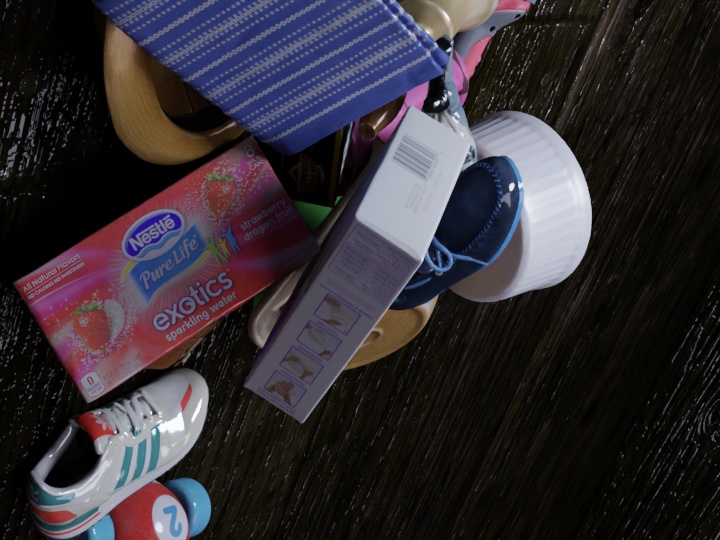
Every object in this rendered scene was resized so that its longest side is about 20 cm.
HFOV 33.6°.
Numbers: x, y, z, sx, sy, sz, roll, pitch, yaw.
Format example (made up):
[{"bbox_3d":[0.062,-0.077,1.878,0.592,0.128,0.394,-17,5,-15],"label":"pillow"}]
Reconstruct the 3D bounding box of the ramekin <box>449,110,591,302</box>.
[{"bbox_3d":[0.143,-0.064,1.295,0.097,0.200,0.203,-21,139,-39],"label":"ramekin"}]

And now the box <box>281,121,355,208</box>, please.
[{"bbox_3d":[-0.018,-0.175,0.917,0.161,0.049,0.202,101,1,-50],"label":"box"}]

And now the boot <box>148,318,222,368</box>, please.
[{"bbox_3d":[-0.117,0.016,1.046,0.156,0.076,0.200,-54,168,15],"label":"boot"}]

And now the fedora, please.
[{"bbox_3d":[-0.123,-0.173,0.813,0.200,0.081,0.203,-38,144,-34],"label":"fedora"}]

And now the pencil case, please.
[{"bbox_3d":[0.019,-0.141,1.100,0.199,0.090,0.095,-36,147,-41],"label":"pencil case"}]

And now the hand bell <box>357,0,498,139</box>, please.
[{"bbox_3d":[0.041,-0.182,0.991,0.105,0.103,0.202,90,19,-51],"label":"hand bell"}]

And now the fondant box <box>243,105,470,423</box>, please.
[{"bbox_3d":[-0.004,-0.003,0.879,0.201,0.058,0.145,-57,-175,41],"label":"fondant box"}]

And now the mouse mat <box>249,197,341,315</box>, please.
[{"bbox_3d":[-0.043,-0.033,1.210,0.199,0.007,0.162,-39,150,-35],"label":"mouse mat"}]

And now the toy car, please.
[{"bbox_3d":[-0.189,0.319,1.137,0.184,0.199,0.179,1,120,-61],"label":"toy car"}]

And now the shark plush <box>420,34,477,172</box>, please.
[{"bbox_3d":[0.056,-0.117,0.975,0.201,0.089,0.084,60,26,-57],"label":"shark plush"}]

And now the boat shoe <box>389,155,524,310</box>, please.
[{"bbox_3d":[0.059,-0.018,0.963,0.068,0.085,0.201,-4,147,-34],"label":"boat shoe"}]

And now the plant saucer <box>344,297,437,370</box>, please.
[{"bbox_3d":[-0.002,0.057,1.241,0.197,0.036,0.201,-17,154,-9],"label":"plant saucer"}]

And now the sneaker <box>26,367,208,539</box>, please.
[{"bbox_3d":[-0.210,0.147,1.045,0.199,0.070,0.094,-40,156,-26],"label":"sneaker"}]

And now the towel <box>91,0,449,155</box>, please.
[{"bbox_3d":[-0.048,-0.150,0.748,0.143,0.024,0.200,-26,144,22],"label":"towel"}]

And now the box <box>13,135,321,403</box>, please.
[{"bbox_3d":[-0.140,-0.001,0.873,0.198,0.103,0.095,-32,-178,-10],"label":"box"}]

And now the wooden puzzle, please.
[{"bbox_3d":[0.000,0.000,1.073,0.201,0.046,0.185,-56,156,2],"label":"wooden puzzle"}]

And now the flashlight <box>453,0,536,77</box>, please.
[{"bbox_3d":[0.114,-0.219,1.203,0.068,0.067,0.202,-4,122,-63],"label":"flashlight"}]
